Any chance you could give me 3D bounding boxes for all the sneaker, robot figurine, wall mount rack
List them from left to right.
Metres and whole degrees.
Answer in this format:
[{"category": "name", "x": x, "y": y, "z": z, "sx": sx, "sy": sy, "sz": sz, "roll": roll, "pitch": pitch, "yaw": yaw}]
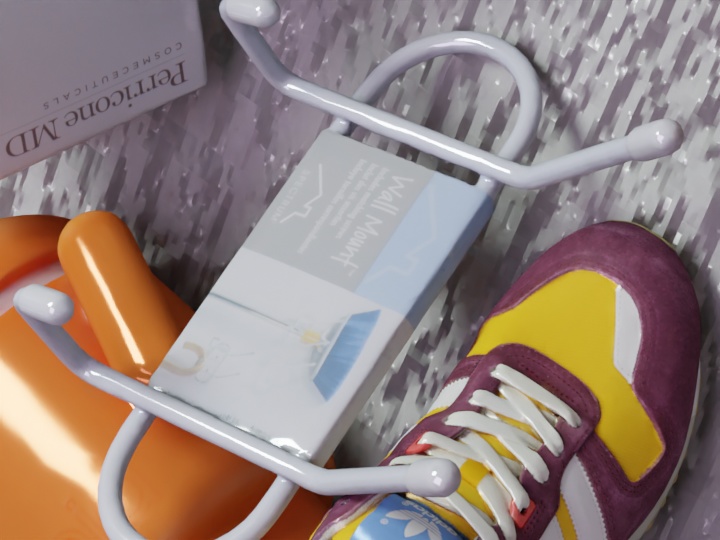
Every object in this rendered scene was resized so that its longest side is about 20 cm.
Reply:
[{"category": "robot figurine", "x": -0.087, "y": 0.059, "z": 0.985, "sx": 0.117, "sy": 0.144, "sz": 0.200, "roll": -46, "pitch": 66, "yaw": -5}, {"category": "wall mount rack", "x": 0.000, "y": 0.000, "z": 0.861, "sx": 0.174, "sy": 0.075, "sz": 0.200, "roll": 22, "pitch": 69, "yaw": 34}, {"category": "sneaker", "x": 0.036, "y": 0.071, "z": 0.867, "sx": 0.075, "sy": 0.090, "sz": 0.200, "roll": 24, "pitch": 83, "yaw": 22}]

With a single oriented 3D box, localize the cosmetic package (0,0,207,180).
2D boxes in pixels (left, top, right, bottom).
[{"category": "cosmetic package", "x": -0.112, "y": -0.130, "z": 0.920, "sx": 0.074, "sy": 0.102, "sz": 0.200, "roll": 44, "pitch": 152, "yaw": 40}]
